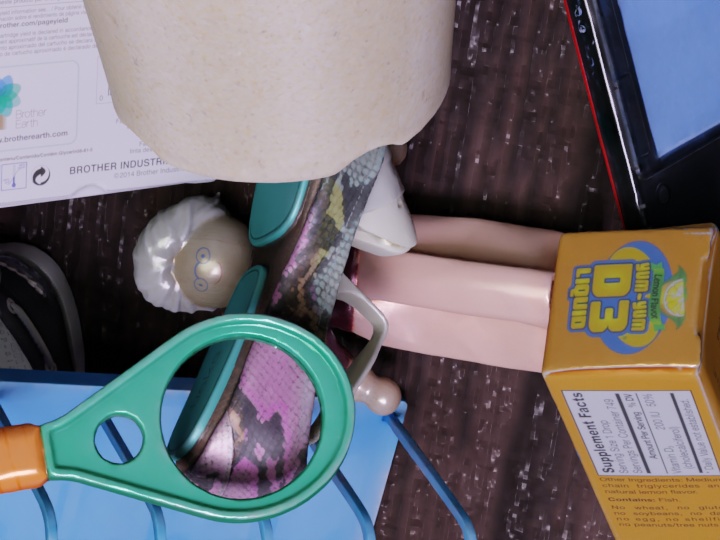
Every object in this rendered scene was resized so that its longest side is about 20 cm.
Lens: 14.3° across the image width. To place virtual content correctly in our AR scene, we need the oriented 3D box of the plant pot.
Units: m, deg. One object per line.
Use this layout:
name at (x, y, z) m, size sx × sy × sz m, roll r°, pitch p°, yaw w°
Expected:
plant pot at (-0.036, -0.141, 1.060) m, size 0.200 × 0.201 × 0.184 m, roll 6°, pitch 129°, yaw 14°

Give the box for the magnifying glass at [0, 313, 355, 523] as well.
magnifying glass at (-0.100, 0.066, 1.099) m, size 0.199 × 0.022 × 0.080 m, roll -10°, pitch 82°, yaw -6°

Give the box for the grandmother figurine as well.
grandmother figurine at (0.000, 0.000, 1.224) m, size 0.199 × 0.061 × 0.122 m, roll 5°, pitch 89°, yaw 12°

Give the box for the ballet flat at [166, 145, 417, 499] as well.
ballet flat at (-0.018, 0.001, 1.163) m, size 0.071 × 0.069 × 0.201 m, roll 21°, pitch 76°, yaw -18°

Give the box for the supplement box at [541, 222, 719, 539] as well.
supplement box at (0.126, 0.060, 1.145) m, size 0.068 × 0.067 × 0.200 m, roll 0°, pitch 148°, yaw 16°

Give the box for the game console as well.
game console at (0.173, -0.120, 1.103) m, size 0.118 × 0.172 × 0.201 m, roll -1°, pitch 110°, yaw 45°

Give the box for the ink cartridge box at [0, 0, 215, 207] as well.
ink cartridge box at (-0.111, -0.128, 1.146) m, size 0.042 × 0.119 × 0.201 m, roll 36°, pitch 127°, yaw 52°

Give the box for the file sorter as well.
file sorter at (-0.069, 0.133, 1.204) m, size 0.199 × 0.123 × 0.139 m, roll 4°, pitch 114°, yaw -25°

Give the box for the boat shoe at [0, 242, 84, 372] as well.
boat shoe at (-0.143, 0.089, 1.294) m, size 0.074 × 0.060 × 0.201 m, roll -6°, pitch 107°, yaw 17°
